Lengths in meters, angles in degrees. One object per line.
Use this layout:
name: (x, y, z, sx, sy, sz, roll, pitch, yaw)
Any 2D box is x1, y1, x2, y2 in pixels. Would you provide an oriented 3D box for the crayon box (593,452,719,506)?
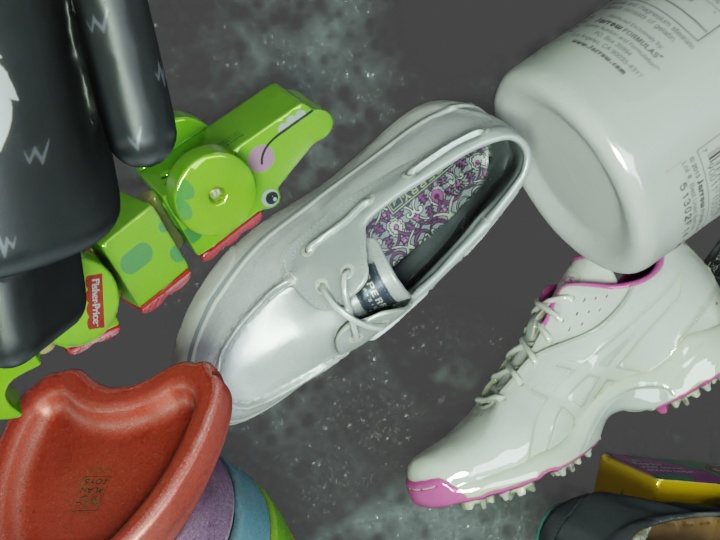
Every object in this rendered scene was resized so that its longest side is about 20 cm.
crayon box: (0.209, 0.196, 1.009, 0.199, 0.058, 0.174, 7, 98, -28)

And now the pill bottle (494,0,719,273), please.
pill bottle: (0.173, -0.097, 0.891, 0.199, 0.114, 0.115, -34, 115, -16)

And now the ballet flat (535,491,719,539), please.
ballet flat: (0.182, 0.148, 0.916, 0.199, 0.073, 0.074, 8, 98, -27)

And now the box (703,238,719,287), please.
box: (0.290, -0.047, 0.917, 0.047, 0.193, 0.200, 41, 81, -29)

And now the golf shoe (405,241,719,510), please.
golf shoe: (0.099, 0.048, 0.920, 0.199, 0.075, 0.092, -28, 98, -21)

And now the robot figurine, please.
robot figurine: (-0.159, -0.065, 0.689, 0.149, 0.125, 0.202, -14, 105, -22)

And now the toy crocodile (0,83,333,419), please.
toy crocodile: (-0.095, -0.012, 0.800, 0.200, 0.067, 0.062, -38, 121, -12)

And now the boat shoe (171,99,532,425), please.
boat shoe: (0.000, 0.000, 0.850, 0.200, 0.068, 0.072, -38, 116, -15)

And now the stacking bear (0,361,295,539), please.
stacking bear: (-0.067, 0.144, 0.829, 0.200, 0.121, 0.114, 50, 48, -39)
